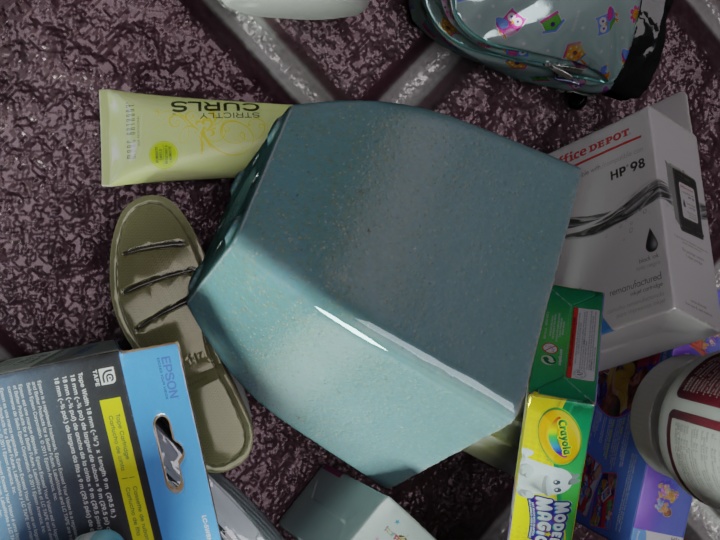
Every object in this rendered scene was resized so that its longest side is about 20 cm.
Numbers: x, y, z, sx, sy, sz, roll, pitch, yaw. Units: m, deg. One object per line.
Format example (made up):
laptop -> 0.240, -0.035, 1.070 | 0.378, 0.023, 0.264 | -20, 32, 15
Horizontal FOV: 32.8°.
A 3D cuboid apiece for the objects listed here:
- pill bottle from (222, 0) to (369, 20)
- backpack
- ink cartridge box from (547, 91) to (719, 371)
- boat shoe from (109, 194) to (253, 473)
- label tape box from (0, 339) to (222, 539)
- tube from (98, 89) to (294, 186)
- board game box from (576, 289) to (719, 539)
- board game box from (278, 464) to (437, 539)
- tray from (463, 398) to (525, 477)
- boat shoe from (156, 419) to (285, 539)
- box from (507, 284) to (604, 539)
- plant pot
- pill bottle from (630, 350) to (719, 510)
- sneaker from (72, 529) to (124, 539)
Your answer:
pill bottle -> -0.044, -0.289, 0.874 | 0.112, 0.113, 0.202 | 1, 92, -17
backpack -> 0.136, -0.220, 0.925 | 0.198, 0.127, 0.169 | 9, 93, -14
ink cartridge box -> 0.192, -0.039, 0.912 | 0.066, 0.115, 0.202 | 20, 58, -39
boat shoe -> -0.131, 0.046, 0.885 | 0.074, 0.068, 0.202 | -16, 92, -5
label tape box -> -0.192, 0.128, 0.831 | 0.198, 0.063, 0.146 | -11, 96, 11
tube -> -0.091, -0.096, 0.900 | 0.198, 0.058, 0.052 | 0, 118, -14
board game box -> 0.218, 0.108, 0.958 | 0.044, 0.134, 0.202 | 14, 89, -16
board game box -> 0.046, 0.239, 0.905 | 0.200, 0.147, 0.064 | 45, 78, -14
tray -> 0.126, 0.101, 0.921 | 0.108, 0.022, 0.200 | -63, 149, -5
boat shoe -> -0.118, 0.189, 0.901 | 0.071, 0.072, 0.200 | -45, 93, -2
box -> 0.129, 0.125, 0.830 | 0.048, 0.118, 0.202 | 9, 128, 8
plant pot -> 0.000, 0.000, 0.830 | 0.199, 0.196, 0.198 | 27, 59, -13
pill bottle -> 0.264, 0.109, 0.797 | 0.108, 0.200, 0.111 | -1, 92, -16
sneaker -> -0.200, 0.265, 0.802 | 0.129, 0.080, 0.202 | -8, 108, 7
